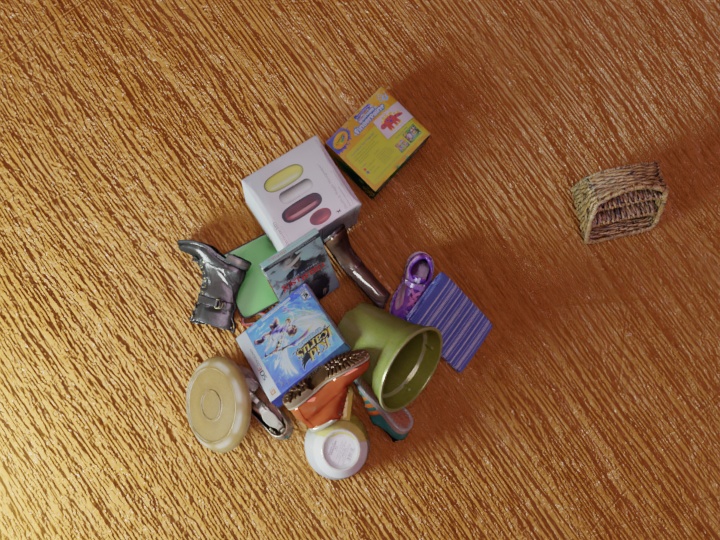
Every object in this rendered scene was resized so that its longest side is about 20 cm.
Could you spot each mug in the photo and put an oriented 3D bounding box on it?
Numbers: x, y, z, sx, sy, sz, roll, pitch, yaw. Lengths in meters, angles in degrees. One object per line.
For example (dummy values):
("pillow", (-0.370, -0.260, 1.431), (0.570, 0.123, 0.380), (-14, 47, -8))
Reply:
("mug", (-0.053, 0.360, 1.469), (0.147, 0.153, 0.189), (-23, 83, -8))

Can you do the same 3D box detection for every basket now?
("basket", (0.626, -0.163, 1.633), (0.196, 0.143, 0.152), (-10, 81, -7))

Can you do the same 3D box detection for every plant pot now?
("plant pot", (-0.310, 0.284, 1.456), (0.197, 0.027, 0.205), (-3, 85, 37))
("plant pot", (0.047, 0.168, 1.484), (0.183, 0.201, 0.201), (32, 76, 34))

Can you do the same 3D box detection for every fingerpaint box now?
("fingerpaint box", (0.038, -0.303, 1.632), (0.167, 0.073, 0.200), (43, 79, 1))

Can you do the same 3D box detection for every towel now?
("towel", (0.204, 0.119, 1.570), (0.200, 0.024, 0.146), (44, 76, -22))

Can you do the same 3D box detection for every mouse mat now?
("mouse mat", (-0.217, -0.001, 1.582), (0.197, 0.008, 0.163), (-27, 79, -8))

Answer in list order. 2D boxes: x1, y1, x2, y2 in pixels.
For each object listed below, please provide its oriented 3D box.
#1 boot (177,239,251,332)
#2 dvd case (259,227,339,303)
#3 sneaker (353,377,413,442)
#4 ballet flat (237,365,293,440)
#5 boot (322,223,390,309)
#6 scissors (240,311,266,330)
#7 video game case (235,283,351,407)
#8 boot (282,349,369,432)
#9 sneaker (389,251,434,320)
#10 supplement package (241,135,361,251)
("boot", (-0.348, 0.034, 1.540), (0.197, 0.069, 0.177), (21, 90, 11))
("dvd case", (-0.129, 0.011, 1.508), (0.145, 0.201, 0.022), (-33, 52, -11))
("sneaker", (0.035, 0.296, 1.532), (0.071, 0.081, 0.201), (-18, 58, -36))
("ballet flat", (-0.216, 0.277, 1.453), (0.200, 0.067, 0.068), (43, 87, 5))
("boot", (0.000, 0.000, 1.522), (0.064, 0.186, 0.201), (-38, 84, -2))
("scissors", (-0.174, 0.128, 1.566), (0.196, 0.014, 0.075), (-2, 79, -4))
("video game case", (-0.147, 0.157, 1.469), (0.199, 0.046, 0.182), (-39, 58, 1))
("boot", (-0.049, 0.244, 1.395), (0.198, 0.075, 0.108), (-35, 105, 4))
("sneaker", (0.122, 0.047, 1.574), (0.079, 0.088, 0.204), (18, 80, -4))
("supplement package", (-0.133, -0.153, 1.546), (0.198, 0.147, 0.193), (-33, 81, -11))
